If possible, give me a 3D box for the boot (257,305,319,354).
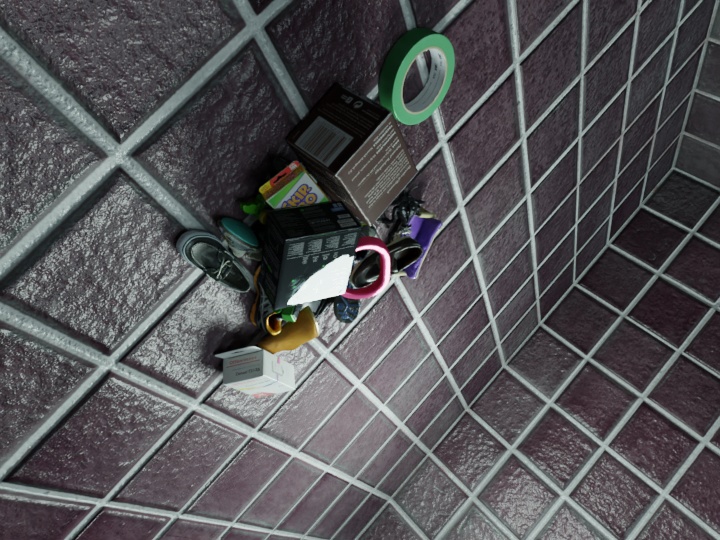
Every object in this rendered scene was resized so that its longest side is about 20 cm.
[{"bbox_3d":[-0.179,0.159,1.355,0.142,0.072,0.202,-20,161,-18],"label":"boot"}]

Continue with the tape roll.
[{"bbox_3d":[0.127,-0.430,1.245,0.199,0.048,0.202,-32,142,-29],"label":"tape roll"}]

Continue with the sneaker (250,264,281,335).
[{"bbox_3d":[-0.199,0.059,1.285,0.078,0.077,0.202,-18,133,-38],"label":"sneaker"}]

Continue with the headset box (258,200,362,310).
[{"bbox_3d":[-0.107,-0.026,1.149,0.172,0.093,0.202,-13,137,-29],"label":"headset box"}]

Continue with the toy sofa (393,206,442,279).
[{"bbox_3d":[0.138,-0.077,1.558,0.082,0.097,0.202,-2,124,-51],"label":"toy sofa"}]

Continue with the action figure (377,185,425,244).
[{"bbox_3d":[0.099,-0.131,1.449,0.117,0.102,0.203,-8,117,-31],"label":"action figure"}]

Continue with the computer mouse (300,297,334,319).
[{"bbox_3d":[-0.136,0.087,1.414,0.139,0.053,0.200,-50,148,-2],"label":"computer mouse"}]

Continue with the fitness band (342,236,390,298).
[{"bbox_3d":[0.000,0.000,1.303,0.141,0.038,0.201,-11,141,-8],"label":"fitness band"}]

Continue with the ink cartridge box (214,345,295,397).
[{"bbox_3d":[-0.255,0.248,1.358,0.115,0.068,0.200,-16,151,17],"label":"ink cartridge box"}]

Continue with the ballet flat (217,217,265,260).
[{"bbox_3d":[-0.226,-0.053,1.155,0.199,0.072,0.073,13,112,-54],"label":"ballet flat"}]

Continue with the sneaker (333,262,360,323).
[{"bbox_3d":[-0.032,0.046,1.455,0.077,0.074,0.203,-76,170,-60],"label":"sneaker"}]

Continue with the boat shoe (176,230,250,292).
[{"bbox_3d":[-0.280,-0.016,1.114,0.072,0.071,0.200,-51,147,0],"label":"boat shoe"}]

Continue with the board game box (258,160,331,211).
[{"bbox_3d":[-0.117,-0.135,1.128,0.095,0.030,0.200,-37,145,5],"label":"board game box"}]

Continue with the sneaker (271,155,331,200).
[{"bbox_3d":[-0.127,-0.163,1.156,0.080,0.074,0.200,-52,148,-7],"label":"sneaker"}]

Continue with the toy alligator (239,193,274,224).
[{"bbox_3d":[-0.174,-0.115,1.161,0.055,0.059,0.199,-54,148,4],"label":"toy alligator"}]

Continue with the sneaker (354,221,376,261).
[{"bbox_3d":[-0.008,-0.062,1.379,0.200,0.080,0.075,-34,154,-54],"label":"sneaker"}]

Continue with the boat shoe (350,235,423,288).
[{"bbox_3d":[0.064,-0.017,1.388,0.198,0.068,0.072,-30,128,-10],"label":"boat shoe"}]

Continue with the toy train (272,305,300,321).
[{"bbox_3d":[-0.144,0.025,1.255,0.042,0.056,0.202,69,30,-54],"label":"toy train"}]

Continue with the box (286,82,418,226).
[{"bbox_3d":[-0.012,-0.235,1.148,0.165,0.165,0.200,-49,148,-5],"label":"box"}]
